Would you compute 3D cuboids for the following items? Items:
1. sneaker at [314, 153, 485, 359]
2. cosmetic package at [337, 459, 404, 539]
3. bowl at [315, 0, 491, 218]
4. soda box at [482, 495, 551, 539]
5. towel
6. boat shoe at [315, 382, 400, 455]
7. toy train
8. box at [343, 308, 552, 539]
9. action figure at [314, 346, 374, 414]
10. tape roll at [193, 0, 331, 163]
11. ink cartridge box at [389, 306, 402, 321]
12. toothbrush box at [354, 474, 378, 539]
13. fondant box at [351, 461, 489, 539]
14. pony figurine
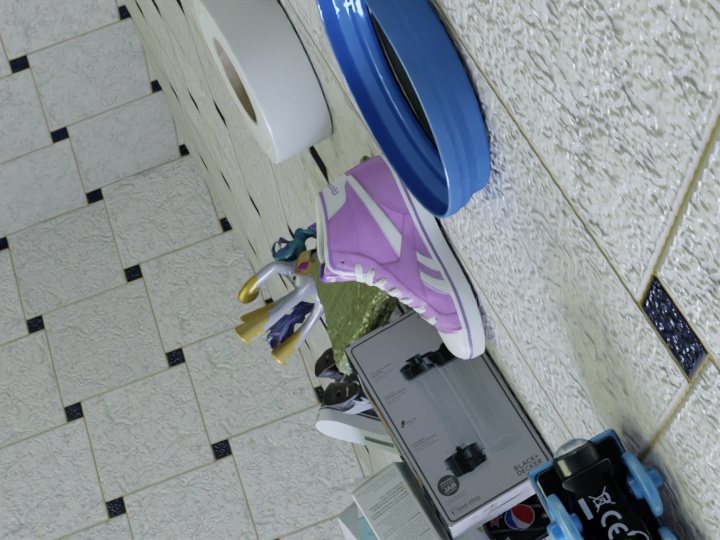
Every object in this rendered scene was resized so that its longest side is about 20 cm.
[{"bbox_3d":[0.026,0.005,1.121,0.201,0.114,0.073,62,171,-8],"label":"sneaker"},{"bbox_3d":[0.093,0.341,1.564,0.165,0.165,0.200,46,167,27],"label":"cosmetic package"},{"bbox_3d":[0.029,-0.134,0.888,0.201,0.039,0.201,60,172,15],"label":"bowl"},{"bbox_3d":[0.188,0.325,1.342,0.071,0.063,0.201,53,167,53],"label":"soda box"},{"bbox_3d":[0.000,0.000,1.275,0.200,0.036,0.149,115,147,-50],"label":"towel"},{"bbox_3d":[0.050,0.178,1.496,0.072,0.199,0.068,88,-163,-62],"label":"boat shoe"},{"bbox_3d":[0.185,0.205,0.869,0.201,0.086,0.114,61,178,6],"label":"toy train"},{"bbox_3d":[0.082,0.133,1.189,0.201,0.116,0.060,57,174,24],"label":"box"},{"bbox_3d":[0.046,0.142,1.399,0.199,0.069,0.131,20,-132,-37],"label":"action figure"},{"bbox_3d":[-0.107,-0.220,1.388,0.203,0.071,0.203,60,172,14],"label":"tape roll"},{"bbox_3d":[0.039,0.078,1.573,0.201,0.039,0.100,60,173,25],"label":"ink cartridge box"},{"bbox_3d":[0.079,0.323,1.408,0.085,0.145,0.201,66,-166,-64],"label":"toothbrush box"},{"bbox_3d":[0.087,0.281,1.222,0.201,0.058,0.144,58,-166,18],"label":"fondant box"},{"bbox_3d":[-0.041,0.017,1.463,0.167,0.200,0.193,51,-176,27],"label":"pony figurine"}]
